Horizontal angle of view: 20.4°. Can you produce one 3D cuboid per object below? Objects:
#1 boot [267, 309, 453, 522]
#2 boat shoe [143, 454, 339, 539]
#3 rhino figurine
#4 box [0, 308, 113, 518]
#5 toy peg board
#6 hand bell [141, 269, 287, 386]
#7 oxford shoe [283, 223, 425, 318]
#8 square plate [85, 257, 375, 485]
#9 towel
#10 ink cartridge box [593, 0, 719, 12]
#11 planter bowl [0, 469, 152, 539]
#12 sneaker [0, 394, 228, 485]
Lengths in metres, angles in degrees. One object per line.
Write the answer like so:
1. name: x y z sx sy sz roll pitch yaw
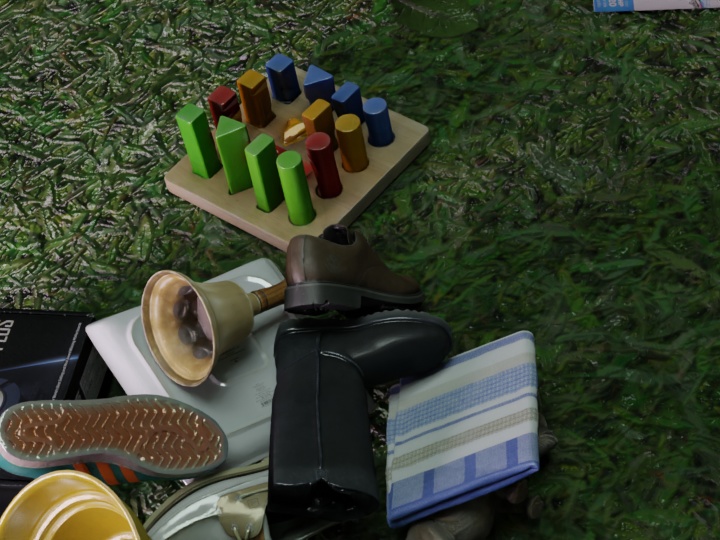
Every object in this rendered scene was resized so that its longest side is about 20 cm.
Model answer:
1. boot: 0.002 0.124 1.713 0.164 0.066 0.201 -5 38 3
2. boat shoe: -0.096 0.212 1.707 0.199 0.075 0.068 -26 43 -13
3. rhino figurine: 0.106 0.187 1.697 0.087 0.060 0.200 9 47 33
4. box: -0.332 0.135 1.818 0.163 0.086 0.201 2 49 14
5. toy peg board: -0.070 -0.139 2.006 0.199 0.098 0.199 27 59 31
6. hand bell: -0.088 0.028 1.802 0.199 0.105 0.104 -17 41 -40
7. oxford shoe: 0.000 0.000 1.808 0.072 0.200 0.085 -11 79 27
8. square plate: -0.116 0.082 1.808 0.199 0.029 0.198 -22 57 -27
9. towel: 0.088 0.134 1.716 0.146 0.024 0.200 -23 28 16
10. ink cartridge box: 0.342 -0.373 2.099 0.199 0.145 0.148 -1 48 11
11. planter bowl: -0.216 0.266 1.649 0.200 0.083 0.202 -6 81 40
12. sneaker: -0.215 0.149 1.704 0.199 0.080 0.072 6 65 -16
